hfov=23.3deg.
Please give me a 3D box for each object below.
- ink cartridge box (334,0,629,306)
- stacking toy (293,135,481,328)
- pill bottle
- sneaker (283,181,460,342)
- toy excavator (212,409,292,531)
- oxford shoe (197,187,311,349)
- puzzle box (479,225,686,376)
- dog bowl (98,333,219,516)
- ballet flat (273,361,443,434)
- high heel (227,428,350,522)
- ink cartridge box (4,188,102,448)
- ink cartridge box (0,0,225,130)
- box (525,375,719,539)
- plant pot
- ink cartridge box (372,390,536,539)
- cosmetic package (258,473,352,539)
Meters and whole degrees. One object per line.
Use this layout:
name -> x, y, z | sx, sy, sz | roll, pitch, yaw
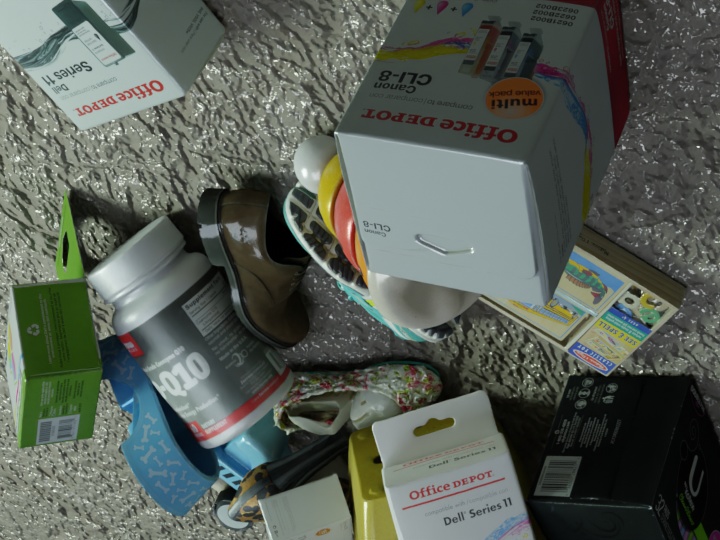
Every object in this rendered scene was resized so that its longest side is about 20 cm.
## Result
ink cartridge box -> 0.091, -0.103, 1.239 | 0.144, 0.201, 0.145 | 10, 142, 22
stacking toy -> 0.015, -0.055, 1.425 | 0.200, 0.146, 0.147 | 35, 157, 43
pill bottle -> -0.163, 0.057, 1.655 | 0.114, 0.114, 0.201 | -25, 104, 49
sneaker -> 0.000, 0.000, 1.544 | 0.200, 0.078, 0.079 | 44, 150, -22
toy excavator -> -0.126, 0.148, 1.810 | 0.194, 0.100, 0.200 | 39, 130, -13
oxford shoe -> -0.077, 0.004, 1.601 | 0.083, 0.073, 0.201 | -4, 141, 19
puzzle box -> 0.159, 0.004, 1.482 | 0.199, 0.026, 0.133 | 30, 145, -4
dog bowl -> -0.197, 0.140, 1.699 | 0.049, 0.201, 0.111 | -32, 149, 12
ballet flat -> -0.007, 0.133, 1.721 | 0.199, 0.064, 0.076 | -9, 134, 39
high heel -> -0.071, 0.240, 1.819 | 0.072, 0.142, 0.201 | 52, 165, 25
ink cartridge box -> -0.306, 0.047, 1.687 | 0.075, 0.202, 0.148 | -7, 151, -18
ink cartridge box -> -0.227, -0.220, 1.402 | 0.146, 0.084, 0.200 | -12, 130, 43
box -> 0.253, 0.214, 1.578 | 0.123, 0.149, 0.201 | -1, 136, 32
plant pot -> 0.081, 0.238, 1.656 | 0.198, 0.200, 0.178 | -16, 113, 1
ink cartridge box -> 0.088, 0.219, 1.528 | 0.116, 0.067, 0.202 | -17, 99, 2
cosmetic package -> -0.050, 0.264, 1.751 | 0.082, 0.051, 0.200 | -20, 159, -6
